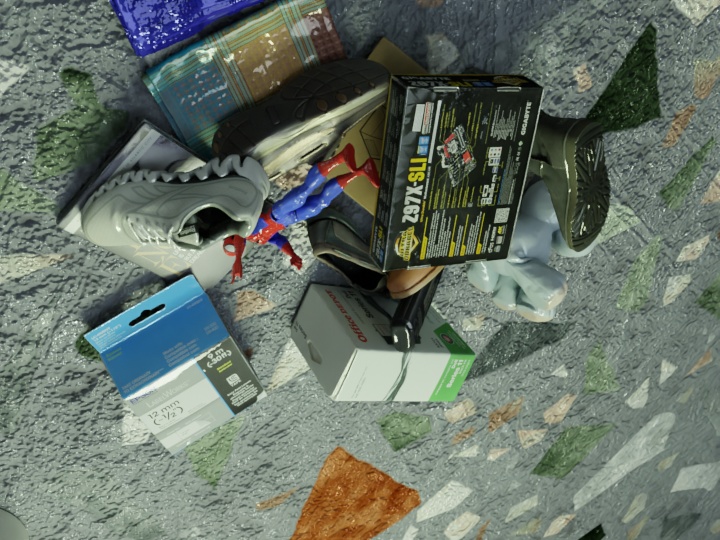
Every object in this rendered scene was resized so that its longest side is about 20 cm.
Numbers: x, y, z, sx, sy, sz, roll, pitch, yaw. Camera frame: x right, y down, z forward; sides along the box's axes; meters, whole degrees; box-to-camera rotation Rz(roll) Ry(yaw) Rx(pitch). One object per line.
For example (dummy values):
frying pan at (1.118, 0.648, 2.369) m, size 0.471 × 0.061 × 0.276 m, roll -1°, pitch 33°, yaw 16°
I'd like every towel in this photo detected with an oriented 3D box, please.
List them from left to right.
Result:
towel at (-0.140, -0.294, 0.704) m, size 0.199 × 0.050 × 0.149 m, roll -28°, pitch 133°, yaw -11°
towel at (-0.106, -0.188, 0.805) m, size 0.199 × 0.022 × 0.147 m, roll -28°, pitch 133°, yaw -2°

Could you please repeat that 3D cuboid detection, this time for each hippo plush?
hippo plush at (0.232, -0.046, 1.083) m, size 0.200 × 0.159 × 0.161 m, roll 45°, pitch 72°, yaw -3°

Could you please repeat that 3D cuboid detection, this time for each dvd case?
dvd case at (-0.199, -0.058, 0.845) m, size 0.149 × 0.016 × 0.199 m, roll -42°, pitch 134°, yaw 17°

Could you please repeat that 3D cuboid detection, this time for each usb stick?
usb stick at (0.077, 0.024, 0.996) m, size 0.032 × 0.201 × 0.056 m, roll 6°, pitch 127°, yaw 17°

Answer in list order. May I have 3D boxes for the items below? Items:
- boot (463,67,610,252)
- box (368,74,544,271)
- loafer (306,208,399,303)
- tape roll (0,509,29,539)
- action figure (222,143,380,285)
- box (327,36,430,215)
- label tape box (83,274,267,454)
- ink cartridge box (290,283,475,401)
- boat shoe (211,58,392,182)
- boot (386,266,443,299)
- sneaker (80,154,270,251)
boot at (0.198, -0.133, 0.927) m, size 0.072 × 0.199 × 0.183 m, roll -30°, pitch 128°, yaw -27°
box at (0.098, -0.102, 0.823) m, size 0.158 × 0.049 × 0.202 m, roll -5°, pitch 120°, yaw -20°
loafer at (0.000, 0.000, 0.984) m, size 0.071 × 0.063 × 0.200 m, roll -23°, pitch 137°, yaw 30°
tape roll at (-0.492, 0.401, 0.929) m, size 0.201 × 0.139 × 0.204 m, roll -17°, pitch 130°, yaw -21°
action figure at (-0.071, -0.042, 0.820) m, size 0.199 × 0.100 × 0.065 m, roll -25°, pitch 148°, yaw 30°
box at (0.054, -0.136, 0.883) m, size 0.199 × 0.021 × 0.164 m, roll 38°, pitch 99°, yaw -6°
label tape box at (-0.215, 0.117, 0.936) m, size 0.142 × 0.066 × 0.201 m, roll -31°, pitch 140°, yaw -8°
ink cartridge box at (0.028, 0.096, 1.026) m, size 0.198 × 0.147 × 0.084 m, roll 6°, pitch 119°, yaw -36°
boat shoe at (-0.056, -0.150, 0.808) m, size 0.198 × 0.075 × 0.073 m, roll -24°, pitch 144°, yaw 5°
boot at (0.055, -0.082, 0.936) m, size 0.155 × 0.077 × 0.201 m, roll 38°, pitch 84°, yaw -31°
sneaker at (-0.187, -0.054, 0.765) m, size 0.198 × 0.082 × 0.075 m, roll -12°, pitch 139°, yaw 12°
